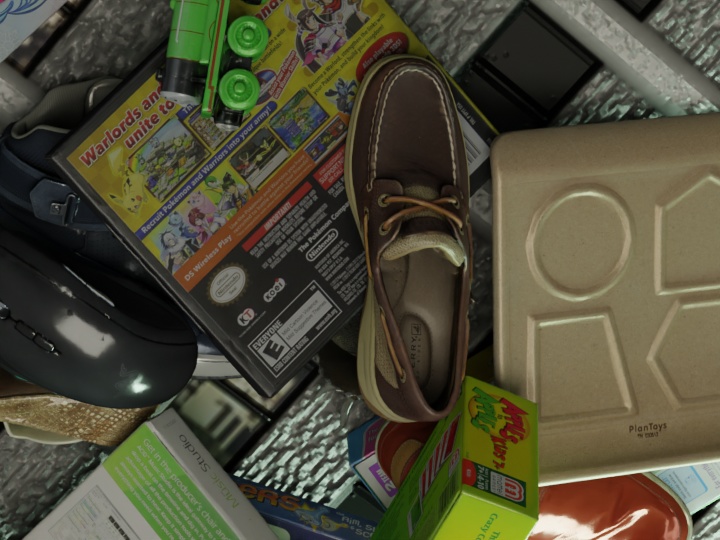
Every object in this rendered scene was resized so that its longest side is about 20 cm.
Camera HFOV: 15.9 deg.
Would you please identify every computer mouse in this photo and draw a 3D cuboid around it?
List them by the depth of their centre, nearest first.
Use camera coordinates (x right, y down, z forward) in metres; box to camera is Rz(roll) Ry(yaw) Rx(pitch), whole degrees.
[{"bbox_3d":[-0.199,0.042,1.419,0.199,0.046,0.141,33,115,-14],"label":"computer mouse"}]

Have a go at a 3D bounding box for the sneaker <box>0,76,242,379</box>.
[{"bbox_3d":[-0.117,-0.025,1.460,0.201,0.077,0.147,15,115,-9],"label":"sneaker"}]

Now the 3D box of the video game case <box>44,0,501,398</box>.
[{"bbox_3d":[-0.042,-0.064,1.419,0.200,0.025,0.181,-45,104,-12],"label":"video game case"}]

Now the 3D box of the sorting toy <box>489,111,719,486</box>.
[{"bbox_3d":[0.159,0.014,1.478,0.184,0.036,0.202,-6,100,-19],"label":"sorting toy"}]

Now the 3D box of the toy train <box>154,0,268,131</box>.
[{"bbox_3d":[-0.069,-0.176,1.376,0.056,0.042,0.202,10,86,-5],"label":"toy train"}]

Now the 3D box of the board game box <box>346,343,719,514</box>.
[{"bbox_3d":[0.114,0.111,1.556,0.199,0.040,0.153,-32,112,10],"label":"board game box"}]

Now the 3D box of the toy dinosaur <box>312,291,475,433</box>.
[{"bbox_3d":[0.000,0.000,1.479,0.102,0.077,0.201,-26,118,-8],"label":"toy dinosaur"}]

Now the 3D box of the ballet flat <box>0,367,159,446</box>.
[{"bbox_3d":[-0.216,0.070,1.506,0.198,0.071,0.066,11,128,-4],"label":"ballet flat"}]

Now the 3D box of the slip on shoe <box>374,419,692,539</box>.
[{"bbox_3d":[0.103,0.135,1.510,0.199,0.061,0.074,20,110,-13],"label":"slip on shoe"}]

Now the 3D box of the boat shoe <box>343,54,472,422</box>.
[{"bbox_3d":[0.033,-0.017,1.392,0.072,0.072,0.202,2,89,-18],"label":"boat shoe"}]

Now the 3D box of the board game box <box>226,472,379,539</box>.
[{"bbox_3d":[-0.062,0.199,1.562,0.199,0.034,0.136,18,112,4],"label":"board game box"}]

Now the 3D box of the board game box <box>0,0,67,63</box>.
[{"bbox_3d":[-0.231,-0.215,1.386,0.199,0.043,0.200,-40,110,14],"label":"board game box"}]

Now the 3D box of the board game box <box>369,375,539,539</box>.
[{"bbox_3d":[0.036,0.168,1.438,0.047,0.102,0.201,22,123,-11],"label":"board game box"}]

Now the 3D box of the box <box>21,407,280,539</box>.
[{"bbox_3d":[-0.134,0.195,1.528,0.200,0.036,0.145,-42,84,30],"label":"box"}]
